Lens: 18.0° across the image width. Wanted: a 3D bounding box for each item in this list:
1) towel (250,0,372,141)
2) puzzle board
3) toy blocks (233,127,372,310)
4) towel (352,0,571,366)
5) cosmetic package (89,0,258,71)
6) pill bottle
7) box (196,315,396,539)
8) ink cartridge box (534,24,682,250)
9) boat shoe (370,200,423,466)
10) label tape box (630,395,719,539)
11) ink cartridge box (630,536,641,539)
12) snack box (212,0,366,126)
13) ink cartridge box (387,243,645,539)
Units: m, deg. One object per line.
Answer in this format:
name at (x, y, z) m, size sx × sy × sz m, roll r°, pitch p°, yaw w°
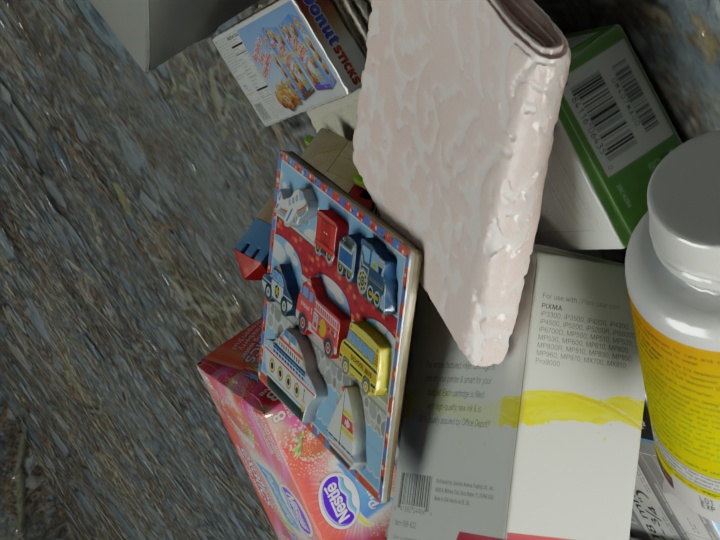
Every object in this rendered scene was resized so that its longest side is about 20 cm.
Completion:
towel at (-0.009, -0.134, 1.477) m, size 0.133 × 0.034 × 0.200 m, roll 59°, pitch 164°, yaw -6°
puzzle board at (-0.020, 0.028, 1.336) m, size 0.200 × 0.017 × 0.151 m, roll -140°, pitch 53°, yaw -60°
toy blocks at (0.000, 0.000, 1.458) m, size 0.200 × 0.137 × 0.100 m, roll 28°, pitch 165°, yaw 33°
towel at (0.050, -0.082, 1.206) m, size 0.191 × 0.032 × 0.200 m, roll -119°, pitch 28°, yaw -45°
cosmetic package at (-0.122, -0.226, 1.491) m, size 0.090 × 0.107 × 0.200 m, roll 52°, pitch 161°, yaw 12°
pill bottle at (0.188, 0.028, 1.109) m, size 0.109 × 0.109 × 0.200 m, roll 41°, pitch 158°, yaw 40°
box at (-0.021, 0.127, 1.581) m, size 0.095 × 0.103 × 0.200 m, roll 33°, pitch 151°, yaw 50°
ink cartridge box at (0.100, -0.069, 1.252) m, size 0.104 × 0.059 × 0.200 m, roll 62°, pitch 162°, yaw -10°
boat shoe at (0.015, 0.015, 1.361) m, size 0.066 × 0.070 × 0.200 m, roll 2°, pitch 90°, yaw 35°
label tape box at (0.167, 0.095, 1.367) m, size 0.144 × 0.063 × 0.200 m, roll 61°, pitch 162°, yaw -14°
ink cartridge box at (0.219, 0.250, 1.375) m, size 0.200 × 0.084 × 0.146 m, roll 39°, pitch 168°, yaw -16°
snack box at (-0.046, -0.138, 1.474) m, size 0.072 × 0.024 × 0.200 m, roll 60°, pitch 164°, yaw -7°
ink cartridge box at (0.088, 0.091, 1.271) m, size 0.145 × 0.083 × 0.200 m, roll 178°, pitch 100°, yaw -66°
